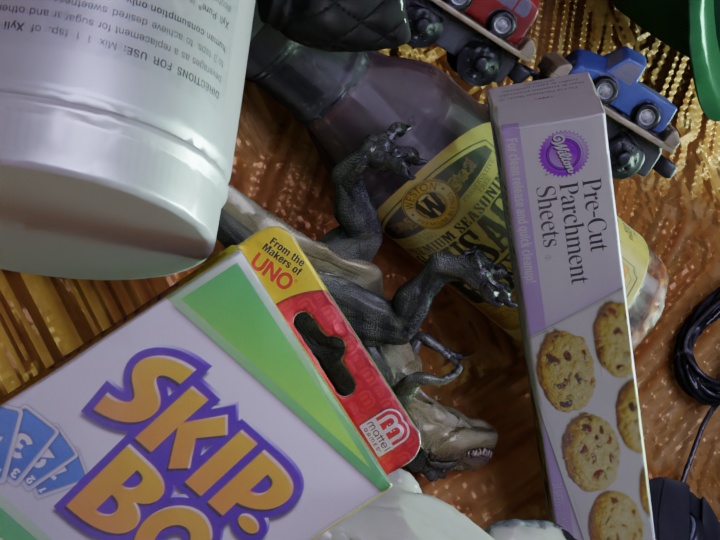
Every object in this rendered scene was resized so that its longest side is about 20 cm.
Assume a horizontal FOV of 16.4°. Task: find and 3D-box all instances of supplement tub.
[{"bbox_3d":[-0.098,-0.110,0.845,0.132,0.132,0.200,18,70,-30],"label":"supplement tub"}]

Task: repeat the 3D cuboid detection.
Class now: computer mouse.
[{"bbox_3d":[0.142,0.084,1.027,0.059,0.034,0.200,32,64,-24],"label":"computer mouse"}]

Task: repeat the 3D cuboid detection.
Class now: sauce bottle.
[{"bbox_3d":[0.030,-0.036,0.959,0.200,0.066,0.066,36,62,-21],"label":"sauce bottle"}]

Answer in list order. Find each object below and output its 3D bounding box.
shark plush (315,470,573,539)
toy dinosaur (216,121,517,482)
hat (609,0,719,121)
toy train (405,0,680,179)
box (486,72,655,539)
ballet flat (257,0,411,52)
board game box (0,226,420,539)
[{"bbox_3d":[0.000,0.123,0.889,0.200,0.083,0.091,27,31,-31],"label":"shark plush"},{"bbox_3d":[0.000,0.000,0.917,0.200,0.088,0.047,48,25,-17],"label":"toy dinosaur"},{"bbox_3d":[0.079,-0.160,1.044,0.200,0.176,0.166,55,47,-62],"label":"hat"},{"bbox_3d":[0.043,-0.097,0.953,0.200,0.034,0.046,32,98,-12],"label":"toy train"},{"bbox_3d":[0.080,0.026,0.937,0.041,0.039,0.200,-9,117,0],"label":"box"},{"bbox_3d":[0.006,-0.173,0.866,0.057,0.066,0.200,6,113,-16],"label":"ballet flat"},{"bbox_3d":[-0.083,0.076,0.823,0.200,0.030,0.096,-34,97,-7],"label":"board game box"}]
